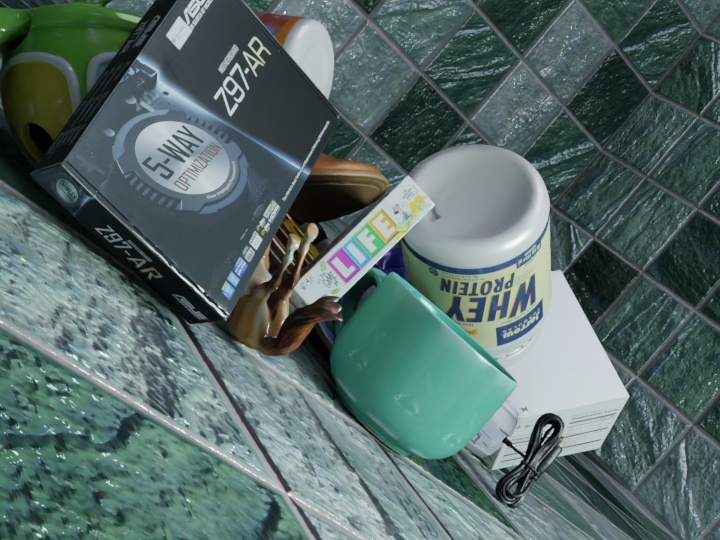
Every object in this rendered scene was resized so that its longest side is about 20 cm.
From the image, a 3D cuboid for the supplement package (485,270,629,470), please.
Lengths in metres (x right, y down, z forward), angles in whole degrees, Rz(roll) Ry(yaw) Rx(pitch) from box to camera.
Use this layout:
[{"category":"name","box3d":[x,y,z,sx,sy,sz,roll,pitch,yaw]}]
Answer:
[{"category":"supplement package","box3d":[0.203,0.117,1.450,0.111,0.154,0.201,105,-30,-48]}]

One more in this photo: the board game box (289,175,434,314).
[{"category":"board game box","box3d":[-0.015,-0.010,1.049,0.034,0.134,0.200,47,-12,-3]}]

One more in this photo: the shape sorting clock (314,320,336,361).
[{"category":"shape sorting clock","box3d":[0.029,0.112,1.241,0.200,0.039,0.200,41,3,-3]}]

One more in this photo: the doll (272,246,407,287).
[{"category":"doll","box3d":[0.000,0.000,1.330,0.137,0.198,0.049,-98,-179,-52]}]

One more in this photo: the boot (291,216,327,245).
[{"category":"boot","box3d":[-0.119,-0.089,1.409,0.199,0.070,0.132,33,21,-10]}]

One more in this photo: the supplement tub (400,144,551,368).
[{"category":"supplement tub","box3d":[0.115,-0.007,1.168,0.145,0.144,0.201,44,-21,36]}]

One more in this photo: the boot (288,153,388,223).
[{"category":"boot","box3d":[-0.079,-0.125,1.119,0.077,0.198,0.156,103,-21,-56]}]

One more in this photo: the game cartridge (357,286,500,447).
[{"category":"game cartridge","box3d":[0.060,0.091,1.240,0.200,0.041,0.133,47,-2,-27]}]

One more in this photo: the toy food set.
[{"category":"toy food set","box3d":[-0.078,-0.067,1.217,0.200,0.060,0.143,51,11,0]}]

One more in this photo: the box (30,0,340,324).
[{"category":"box","box3d":[-0.114,-0.090,0.837,0.043,0.201,0.160,-9,-46,45]}]

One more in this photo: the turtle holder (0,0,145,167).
[{"category":"turtle holder","box3d":[-0.201,-0.132,0.872,0.140,0.133,0.185,-4,-11,18]}]

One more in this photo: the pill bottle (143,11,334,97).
[{"category":"pill bottle","box3d":[-0.137,-0.213,1.231,0.198,0.113,0.112,10,-9,22]}]

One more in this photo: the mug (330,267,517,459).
[{"category":"mug","box3d":[0.044,0.089,1.070,0.152,0.115,0.185,40,3,-17]}]

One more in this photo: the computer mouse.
[{"category":"computer mouse","box3d":[0.133,0.169,1.319,0.200,0.110,0.044,33,-9,45]}]

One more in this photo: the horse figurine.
[{"category":"horse figurine","box3d":[-0.076,0.006,0.928,0.050,0.133,0.200,11,26,-27]}]

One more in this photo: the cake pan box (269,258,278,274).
[{"category":"cake pan box","box3d":[-0.173,-0.091,1.207,0.200,0.052,0.185,40,16,-46]}]
